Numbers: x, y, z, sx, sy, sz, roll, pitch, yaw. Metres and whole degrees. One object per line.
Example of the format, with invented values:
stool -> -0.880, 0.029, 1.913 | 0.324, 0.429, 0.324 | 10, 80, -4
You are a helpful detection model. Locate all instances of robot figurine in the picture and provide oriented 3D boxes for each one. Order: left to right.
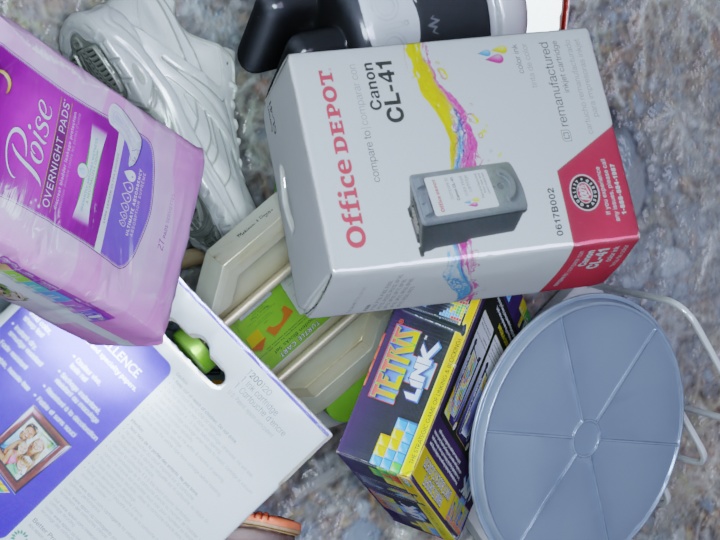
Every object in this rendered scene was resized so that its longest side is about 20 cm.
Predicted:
robot figurine -> 0.018, -0.161, 1.354 | 0.199, 0.124, 0.152 | -17, 101, -32

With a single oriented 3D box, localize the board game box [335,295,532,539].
board game box -> 0.055, 0.078, 1.353 | 0.200, 0.056, 0.166 | 60, 51, -67

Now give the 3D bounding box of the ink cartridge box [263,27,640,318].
ink cartridge box -> 0.054, -0.060, 1.233 | 0.198, 0.086, 0.149 | -7, 72, -17

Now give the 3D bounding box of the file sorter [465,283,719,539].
file sorter -> 0.170, 0.124, 1.517 | 0.200, 0.124, 0.139 | -44, 119, -20

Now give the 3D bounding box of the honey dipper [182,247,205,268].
honey dipper -> -0.120, -0.006, 1.348 | 0.199, 0.038, 0.038 | -13, 105, -34

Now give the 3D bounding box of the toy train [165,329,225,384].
toy train -> -0.131, 0.096, 1.334 | 0.199, 0.085, 0.115 | 2, 88, -35

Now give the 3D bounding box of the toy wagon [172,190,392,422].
toy wagon -> -0.032, 0.039, 1.316 | 0.155, 0.040, 0.201 | -40, 134, -12

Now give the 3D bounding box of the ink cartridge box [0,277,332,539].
ink cartridge box -> -0.153, 0.099, 1.241 | 0.200, 0.043, 0.198 | -43, 97, 2

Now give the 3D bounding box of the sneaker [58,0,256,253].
sneaker -> -0.105, -0.100, 1.312 | 0.099, 0.078, 0.201 | -41, 111, -32

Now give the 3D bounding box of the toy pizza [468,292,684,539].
toy pizza -> 0.147, 0.113, 1.404 | 0.199, 0.032, 0.202 | -10, 106, -36

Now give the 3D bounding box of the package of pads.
package of pads -> -0.168, -0.047, 1.066 | 0.200, 0.075, 0.122 | 34, 58, -51

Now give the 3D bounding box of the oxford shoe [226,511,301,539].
oxford shoe -> -0.135, 0.193, 1.308 | 0.198, 0.071, 0.073 | -6, 80, 0

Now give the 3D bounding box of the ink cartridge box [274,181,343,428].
ink cartridge box -> 0.000, 0.000, 1.394 | 0.116, 0.067, 0.202 | -16, 125, -32

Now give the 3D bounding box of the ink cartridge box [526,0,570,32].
ink cartridge box -> 0.119, -0.130, 1.417 | 0.043, 0.174, 0.202 | 7, 95, 5
